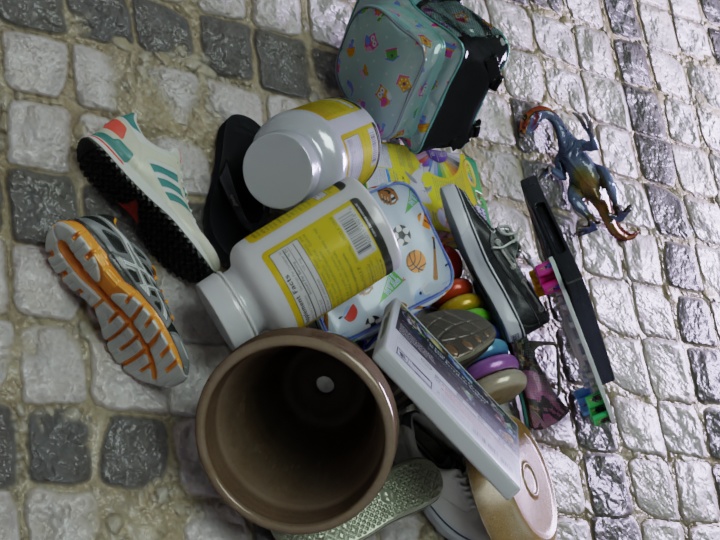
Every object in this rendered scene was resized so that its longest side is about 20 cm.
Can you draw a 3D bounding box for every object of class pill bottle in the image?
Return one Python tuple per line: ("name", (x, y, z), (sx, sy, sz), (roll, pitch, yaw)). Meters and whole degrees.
("pill bottle", (-0.056, -0.125, 1.665), (0.113, 0.112, 0.200), (56, 23, 0))
("pill bottle", (-0.066, -0.002, 1.563), (0.199, 0.111, 0.112), (-31, 87, -10))

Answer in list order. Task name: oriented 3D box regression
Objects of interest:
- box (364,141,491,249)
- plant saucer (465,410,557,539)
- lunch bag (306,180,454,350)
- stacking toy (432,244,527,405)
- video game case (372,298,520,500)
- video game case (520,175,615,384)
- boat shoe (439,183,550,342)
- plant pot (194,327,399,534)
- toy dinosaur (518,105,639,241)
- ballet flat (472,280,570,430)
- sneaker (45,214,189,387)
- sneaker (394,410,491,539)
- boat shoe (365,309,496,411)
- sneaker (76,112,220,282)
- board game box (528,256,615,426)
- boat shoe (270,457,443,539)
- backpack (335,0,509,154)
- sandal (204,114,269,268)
("box", (0.072, -0.091, 1.842), (0.198, 0.048, 0.119), (5, 64, -35))
("plant saucer", (0.177, 0.240, 1.699), (0.200, 0.035, 0.202), (49, 30, -40))
("lunch bag", (0.000, 0.000, 1.687), (0.199, 0.075, 0.162), (-25, 91, -28))
("stacking toy", (0.122, 0.062, 1.786), (0.085, 0.085, 0.202), (-3, 62, -41))
("video game case", (0.091, 0.129, 1.562), (0.200, 0.023, 0.182), (46, 14, -7))
("video game case", (0.250, 0.013, 1.830), (0.201, 0.025, 0.182), (64, 6, -45))
("boat shoe", (0.159, -0.019, 1.777), (0.068, 0.074, 0.201), (-26, 80, -3))
("plant pot", (-0.051, 0.137, 1.518), (0.201, 0.200, 0.175), (50, 17, -5))
("toy dinosaur", (0.284, -0.134, 2.050), (0.183, 0.104, 0.200), (66, 7, 27))
("ballet flat", (0.200, 0.091, 1.827), (0.071, 0.069, 0.202), (-20, 79, 0))
("sneaker", (-0.228, 0.025, 1.510), (0.201, 0.078, 0.077), (57, 36, -1))
("sneaker", (0.098, 0.235, 1.665), (0.200, 0.071, 0.073), (43, 47, -13))
("boat shoe", (0.064, 0.106, 1.694), (0.199, 0.074, 0.075), (-22, 53, -27))
("sneaker", (-0.203, -0.082, 1.589), (0.200, 0.070, 0.093), (48, 52, -5))
("board game box", (0.249, 0.085, 1.805), (0.200, 0.026, 0.202), (24, 46, -85))
("boat shoe", (-0.007, 0.247, 1.580), (0.198, 0.062, 0.075), (-15, 79, -28))
("backpack", (0.058, -0.256, 1.824), (0.152, 0.177, 0.201), (-5, 43, -33))
("sandal", (-0.132, -0.089, 1.672), (0.076, 0.043, 0.202), (15, 58, -33))
